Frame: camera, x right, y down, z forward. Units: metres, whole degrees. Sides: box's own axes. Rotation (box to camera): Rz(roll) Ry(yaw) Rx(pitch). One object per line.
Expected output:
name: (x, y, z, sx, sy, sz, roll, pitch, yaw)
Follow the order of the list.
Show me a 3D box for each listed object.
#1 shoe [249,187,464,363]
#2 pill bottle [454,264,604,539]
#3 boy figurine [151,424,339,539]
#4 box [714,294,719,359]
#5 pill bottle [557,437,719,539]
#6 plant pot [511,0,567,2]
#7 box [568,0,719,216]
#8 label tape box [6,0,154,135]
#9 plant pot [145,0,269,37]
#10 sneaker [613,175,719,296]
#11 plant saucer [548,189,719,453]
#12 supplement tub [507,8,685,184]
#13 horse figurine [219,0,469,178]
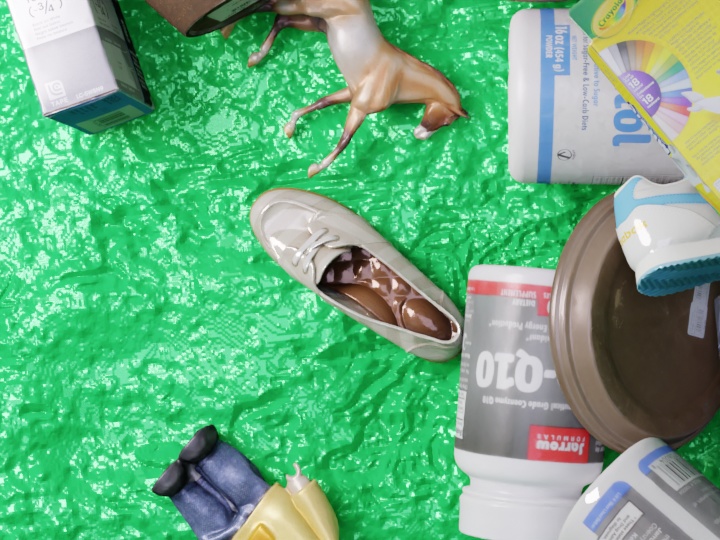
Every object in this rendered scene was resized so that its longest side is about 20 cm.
shoe: (0.000, 0.000, 1.436, 0.200, 0.053, 0.070, 34, 91, 4)
pill bottle: (0.129, 0.099, 1.395, 0.113, 0.114, 0.201, 4, 89, 4)
boy figurine: (-0.070, 0.214, 1.433, 0.200, 0.064, 0.124, 43, 89, 7)
box: (0.364, 0.093, 1.357, 0.199, 0.044, 0.161, 6, 63, -12)
pill bottle: (0.244, 0.221, 1.299, 0.200, 0.114, 0.114, 42, 92, 23)
plant pot: (0.163, -0.281, 1.374, 0.134, 0.200, 0.201, 18, 90, -17)
box: (0.243, -0.131, 1.267, 0.117, 0.048, 0.200, -39, 88, 1)
label tape box: (-0.227, -0.212, 1.409, 0.063, 0.144, 0.201, -19, 88, 4)
plant pot: (-0.137, -0.283, 1.385, 0.186, 0.187, 0.201, -29, 89, 3)
sneaker: (0.274, -0.041, 1.332, 0.199, 0.077, 0.081, -8, 67, -27)
plant saucer: (0.218, 0.037, 1.371, 0.199, 0.029, 0.201, 2, 88, -38)
supplement tub: (0.209, -0.129, 1.386, 0.199, 0.132, 0.133, 0, 89, 4)
horse figurine: (-0.022, -0.170, 1.443, 0.132, 0.050, 0.201, -31, 89, 8)
